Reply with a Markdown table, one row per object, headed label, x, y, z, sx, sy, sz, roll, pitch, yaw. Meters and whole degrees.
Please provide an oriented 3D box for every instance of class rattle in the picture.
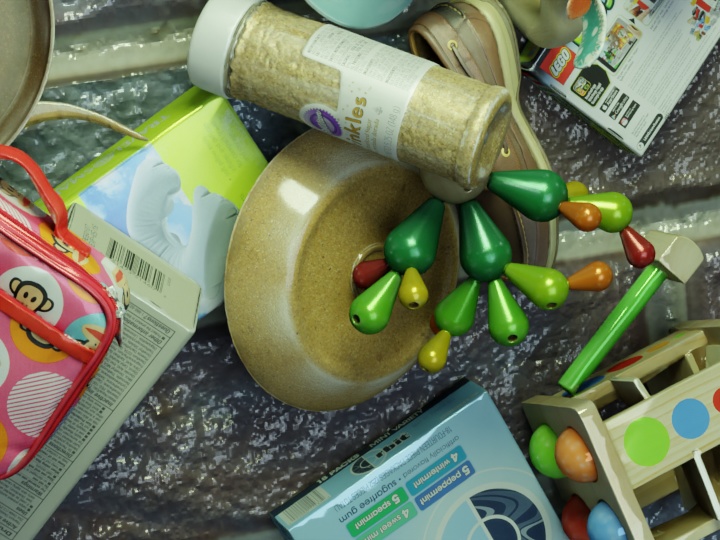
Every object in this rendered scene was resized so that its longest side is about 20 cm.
| label | x | y | z | sx | sy | sz | roll | pitch | yaw |
| --- | --- | --- | --- | --- | --- | --- | --- | --- | --- |
| rattle | 0.156 | -0.207 | 1.548 | 0.142 | 0.200 | 0.131 | -9 | 104 | -18 |

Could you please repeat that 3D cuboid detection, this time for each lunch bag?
| label | x | y | z | sx | sy | sz | roll | pitch | yaw |
| --- | --- | --- | --- | --- | --- | --- | --- | --- | --- |
| lunch bag | -0.238 | 0.007 | 1.408 | 0.200 | 0.082 | 0.176 | 34 | 107 | -8 |

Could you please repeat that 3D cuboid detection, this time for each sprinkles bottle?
| label | x | y | z | sx | sy | sz | roll | pitch | yaw |
| --- | --- | --- | --- | --- | --- | --- | --- | --- | --- |
| sprinkles bottle | -0.007 | -0.115 | 1.503 | 0.200 | 0.068 | 0.068 | 21 | 94 | 16 |

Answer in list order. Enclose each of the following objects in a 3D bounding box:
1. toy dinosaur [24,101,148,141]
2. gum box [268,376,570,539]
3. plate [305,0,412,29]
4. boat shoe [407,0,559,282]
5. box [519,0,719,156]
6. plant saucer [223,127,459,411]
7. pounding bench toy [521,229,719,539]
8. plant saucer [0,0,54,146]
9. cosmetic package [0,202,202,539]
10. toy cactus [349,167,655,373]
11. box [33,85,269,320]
| label | x | y | z | sx | sy | sz | roll | pitch | yaw |
| --- | --- | --- | --- | --- | --- | --- | --- | --- | --- |
| toy dinosaur | -0.249 | -0.085 | 1.514 | 0.200 | 0.060 | 0.106 | -29 | 122 | -1 |
| gum box | 0.058 | 0.205 | 1.683 | 0.170 | 0.045 | 0.200 | -34 | 111 | -11 |
| plate | 0.004 | -0.254 | 1.521 | 0.200 | 0.026 | 0.201 | 0 | 90 | -52 |
| boat shoe | 0.077 | -0.083 | 1.609 | 0.067 | 0.072 | 0.201 | -22 | 103 | -35 |
| box | 0.203 | -0.192 | 1.658 | 0.110 | 0.035 | 0.200 | 35 | 88 | -22 |
| plant saucer | 0.000 | 0.000 | 1.589 | 0.200 | 0.035 | 0.201 | -13 | 110 | -38 |
| pounding bench toy | 0.190 | 0.090 | 1.660 | 0.156 | 0.124 | 0.200 | -25 | 95 | -13 |
| plant saucer | -0.278 | -0.143 | 1.443 | 0.199 | 0.032 | 0.201 | 0 | 91 | 4 |
| cosmetic package | -0.197 | 0.070 | 1.506 | 0.103 | 0.073 | 0.200 | 35 | 110 | -14 |
| toy cactus | 0.077 | -0.032 | 1.553 | 0.199 | 0.102 | 0.165 | -21 | 92 | 2 |
| box | -0.145 | -0.016 | 1.564 | 0.200 | 0.048 | 0.122 | -37 | 110 | -10 |
